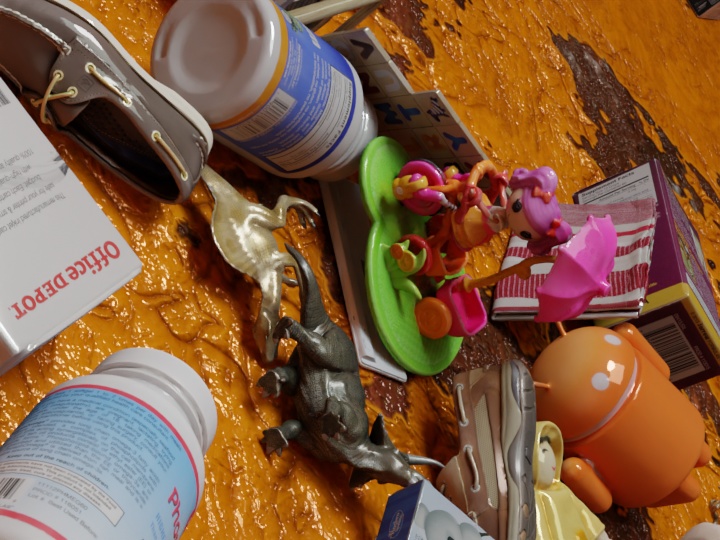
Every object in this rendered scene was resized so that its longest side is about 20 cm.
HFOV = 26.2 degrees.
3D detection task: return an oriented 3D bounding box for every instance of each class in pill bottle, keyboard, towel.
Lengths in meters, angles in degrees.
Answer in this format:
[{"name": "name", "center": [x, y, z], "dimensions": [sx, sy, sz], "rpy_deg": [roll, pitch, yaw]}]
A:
[{"name": "pill bottle", "center": [-0.065, -0.138, 1.205], "dimensions": [0.200, 0.111, 0.113], "rpy_deg": [27, 37, -60]}, {"name": "pill bottle", "center": [-0.148, 0.126, 0.830], "dimensions": [0.109, 0.108, 0.200], "rpy_deg": [49, 30, -11]}, {"name": "keyboard", "center": [0.000, 0.000, 1.283], "dimensions": [0.056, 0.011, 0.201], "rpy_deg": [30, 38, -46]}, {"name": "towel", "center": [0.206, -0.013, 1.477], "dimensions": [0.200, 0.143, 0.023], "rpy_deg": [-66, 149, -57]}]

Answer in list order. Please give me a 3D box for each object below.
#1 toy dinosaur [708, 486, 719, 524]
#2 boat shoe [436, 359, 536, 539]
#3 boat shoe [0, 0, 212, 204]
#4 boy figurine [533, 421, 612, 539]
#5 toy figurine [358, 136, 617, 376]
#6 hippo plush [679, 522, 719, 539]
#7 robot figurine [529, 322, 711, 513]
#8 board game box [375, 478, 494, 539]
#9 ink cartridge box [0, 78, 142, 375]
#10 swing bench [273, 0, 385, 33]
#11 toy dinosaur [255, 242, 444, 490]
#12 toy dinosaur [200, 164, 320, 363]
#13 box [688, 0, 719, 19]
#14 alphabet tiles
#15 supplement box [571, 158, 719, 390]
[{"name": "toy dinosaur", "center": [0.386, 0.269, 1.547], "dimensions": [0.199, 0.060, 0.107], "rpy_deg": [21, 67, -37]}, {"name": "boat shoe", "center": [0.097, 0.168, 1.194], "dimensions": [0.076, 0.071, 0.202], "rpy_deg": [62, 28, -60]}, {"name": "boat shoe", "center": [-0.189, -0.120, 1.065], "dimensions": [0.200, 0.072, 0.060], "rpy_deg": [39, 40, -25]}, {"name": "boy figurine", "center": [0.168, 0.217, 1.253], "dimensions": [0.124, 0.064, 0.202], "rpy_deg": [4, 60, -51]}, {"name": "toy figurine", "center": [0.111, -0.025, 1.222], "dimensions": [0.150, 0.183, 0.202], "rpy_deg": [-30, 107, -54]}, {"name": "hippo plush", "center": [0.345, 0.319, 1.310], "dimensions": [0.160, 0.159, 0.201], "rpy_deg": [26, 40, -40]}, {"name": "robot figurine", "center": [0.224, 0.131, 1.369], "dimensions": [0.200, 0.144, 0.117], "rpy_deg": [43, 3, -22]}, {"name": "board game box", "center": [0.075, 0.279, 1.039], "dimensions": [0.199, 0.043, 0.201], "rpy_deg": [42, 42, -21]}, {"name": "ink cartridge box", "center": [-0.240, -0.037, 0.886], "dimensions": [0.201, 0.084, 0.145], "rpy_deg": [53, 30, -3]}, {"name": "swing bench", "center": [-0.093, -0.283, 1.319], "dimensions": [0.199, 0.129, 0.200], "rpy_deg": [-17, 75, -54]}, {"name": "toy dinosaur", "center": [-0.027, 0.083, 1.104], "dimensions": [0.102, 0.077, 0.201], "rpy_deg": [10, 51, -64]}, {"name": "toy dinosaur", "center": [-0.083, -0.034, 1.144], "dimensions": [0.101, 0.058, 0.201], "rpy_deg": [-9, 68, -57]}, {"name": "box", "center": [0.551, -0.517, 2.572], "dimensions": [0.116, 0.060, 0.201], "rpy_deg": [-13, 71, -59]}, {"name": "alphabet tiles", "center": [0.034, -0.119, 1.294], "dimensions": [0.008, 0.167, 0.200], "rpy_deg": [-48, 115, -22]}, {"name": "supplement box", "center": [0.295, 0.009, 1.585], "dimensions": [0.131, 0.102, 0.201], "rpy_deg": [51, 26, -38]}]
